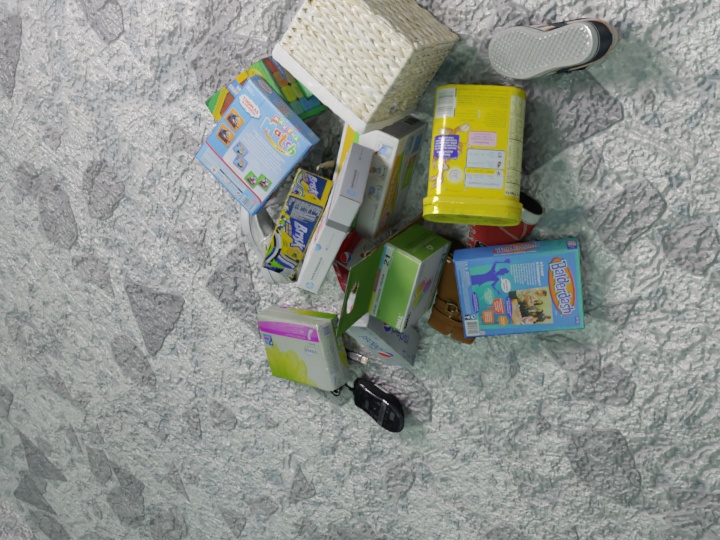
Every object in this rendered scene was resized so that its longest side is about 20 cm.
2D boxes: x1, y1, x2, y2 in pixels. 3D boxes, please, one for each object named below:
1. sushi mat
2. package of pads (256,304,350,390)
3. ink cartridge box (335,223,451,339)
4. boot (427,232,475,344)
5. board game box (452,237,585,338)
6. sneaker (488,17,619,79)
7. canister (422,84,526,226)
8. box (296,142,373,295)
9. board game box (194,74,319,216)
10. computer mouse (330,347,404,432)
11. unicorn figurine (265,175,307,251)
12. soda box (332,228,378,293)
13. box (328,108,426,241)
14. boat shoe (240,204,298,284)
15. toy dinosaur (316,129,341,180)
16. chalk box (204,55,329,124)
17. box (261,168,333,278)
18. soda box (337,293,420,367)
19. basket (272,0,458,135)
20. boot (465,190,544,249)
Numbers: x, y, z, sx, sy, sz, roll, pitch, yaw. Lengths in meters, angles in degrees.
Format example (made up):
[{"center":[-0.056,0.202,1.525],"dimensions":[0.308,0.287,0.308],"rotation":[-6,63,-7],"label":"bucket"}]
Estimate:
[{"center":[0.051,-0.034,1.273],"dimensions":[0.012,0.200,0.096],"rotation":[33,127,16],"label":"sushi mat"},{"center":[-0.118,0.160,1.536],"dimensions":[0.200,0.068,0.155],"rotation":[5,115,43],"label":"package of pads"},{"center":[0.053,0.031,1.214],"dimensions":[0.076,0.200,0.148],"rotation":[29,127,22],"label":"ink cartridge box"},{"center":[0.153,0.033,1.319],"dimensions":[0.200,0.074,0.155],"rotation":[34,122,10],"label":"boot"},{"center":[0.262,0.031,1.229],"dimensions":[0.200,0.045,0.152],"rotation":[-5,116,13],"label":"board game box"},{"center":[0.278,-0.320,1.078],"dimensions":[0.200,0.079,0.079],"rotation":[17,118,53],"label":"sneaker"},{"center":[0.176,-0.175,1.134],"dimensions":[0.148,0.087,0.200],"rotation":[4,85,8],"label":"canister"},{"center":[-0.040,-0.083,1.192],"dimensions":[0.041,0.156,0.200],"rotation":[20,130,-7],"label":"box"},{"center":[-0.181,-0.210,1.279],"dimensions":[0.151,0.037,0.200],"rotation":[47,129,0],"label":"board game box"},{"center":[0.023,0.235,1.525],"dimensions":[0.200,0.046,0.141],"rotation":[28,129,31],"label":"computer mouse"},{"center":[-0.140,-0.118,1.440],"dimensions":[0.137,0.074,0.200],"rotation":[4,131,30],"label":"unicorn figurine"},{"center":[0.000,0.000,1.335],"dimensions":[0.063,0.070,0.200],"rotation":[33,167,13],"label":"soda box"},{"center":[0.024,-0.168,1.280],"dimensions":[0.101,0.112,0.200],"rotation":[27,126,18],"label":"box"},{"center":[-0.167,-0.054,1.410],"dimensions":[0.066,0.072,0.200],"rotation":[2,125,24],"label":"boat shoe"},{"center":[-0.049,-0.193,1.308],"dimensions":[0.047,0.200,0.088],"rotation":[14,85,3],"label":"toy dinosaur"},{"center":[-0.147,-0.303,1.310],"dimensions":[0.200,0.124,0.125],"rotation":[-26,99,38],"label":"chalk box"},{"center":[-0.112,-0.077,1.287],"dimensions":[0.064,0.070,0.200],"rotation":[21,138,-8],"label":"box"},{"center":[0.038,0.110,1.368],"dimensions":[0.063,0.068,0.200],"rotation":[0,154,32],"label":"soda box"},{"center":[0.011,-0.345,1.150],"dimensions":[0.200,0.198,0.161],"rotation":[41,124,8],"label":"basket"},{"center":[0.184,-0.101,1.243],"dimensions":[0.200,0.072,0.144],"rotation":[38,129,6],"label":"boot"}]
